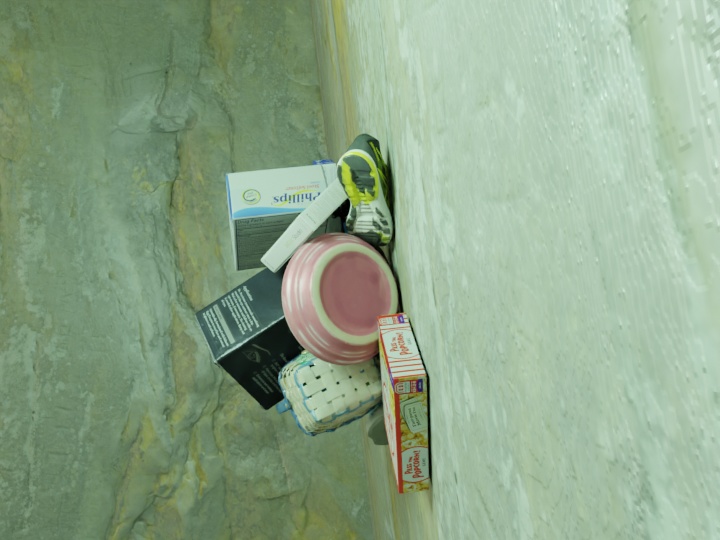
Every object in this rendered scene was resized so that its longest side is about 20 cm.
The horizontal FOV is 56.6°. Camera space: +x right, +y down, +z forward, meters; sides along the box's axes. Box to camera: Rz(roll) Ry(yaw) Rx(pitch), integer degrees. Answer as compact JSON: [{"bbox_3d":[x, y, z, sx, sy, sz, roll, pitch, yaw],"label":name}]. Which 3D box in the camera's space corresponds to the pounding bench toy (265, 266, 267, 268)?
[{"bbox_3d":[-0.152,-0.062,1.500,0.156,0.124,0.201,82,180,-50],"label":"pounding bench toy"}]

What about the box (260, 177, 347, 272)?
[{"bbox_3d":[-0.065,-0.093,1.073,0.200,0.036,0.144,-48,5,-41],"label":"box"}]

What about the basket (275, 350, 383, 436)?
[{"bbox_3d":[-0.046,0.190,1.111,0.140,0.176,0.200,64,159,13],"label":"basket"}]

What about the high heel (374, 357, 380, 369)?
[{"bbox_3d":[0.001,0.104,1.161,0.200,0.071,0.143,32,-131,-53],"label":"high heel"}]

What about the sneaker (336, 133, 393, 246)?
[{"bbox_3d":[0.019,-0.118,1.011,0.200,0.074,0.085,80,-155,-50],"label":"sneaker"}]

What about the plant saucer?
[{"bbox_3d":[-0.019,0.038,0.997,0.051,0.200,0.202,-22,73,55],"label":"plant saucer"}]

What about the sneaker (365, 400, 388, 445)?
[{"bbox_3d":[0.040,0.250,1.175,0.200,0.073,0.082,95,166,-64],"label":"sneaker"}]

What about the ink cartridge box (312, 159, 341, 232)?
[{"bbox_3d":[-0.067,-0.126,1.396,0.094,0.044,0.201,-119,24,-74],"label":"ink cartridge box"}]

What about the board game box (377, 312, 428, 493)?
[{"bbox_3d":[0.061,0.185,0.946,0.152,0.046,0.201,-103,8,-62],"label":"board game box"}]

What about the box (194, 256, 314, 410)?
[{"bbox_3d":[-0.140,0.107,1.144,0.118,0.199,0.197,54,175,38],"label":"box"}]

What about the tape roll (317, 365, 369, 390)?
[{"bbox_3d":[-0.042,0.177,1.311,0.201,0.199,0.048,89,173,-56],"label":"tape roll"}]

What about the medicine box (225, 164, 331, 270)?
[{"bbox_3d":[-0.157,-0.097,1.276,0.200,0.181,0.103,106,154,-61],"label":"medicine box"}]

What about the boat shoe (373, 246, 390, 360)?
[{"bbox_3d":[0.027,0.056,1.118,0.076,0.071,0.201,52,-151,-75],"label":"boat shoe"}]

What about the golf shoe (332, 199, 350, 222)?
[{"bbox_3d":[-0.012,-0.145,1.243,0.088,0.077,0.200,-68,16,-10],"label":"golf shoe"}]

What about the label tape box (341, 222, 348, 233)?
[{"bbox_3d":[-0.012,-0.106,1.402,0.200,0.066,0.144,86,175,-56],"label":"label tape box"}]
